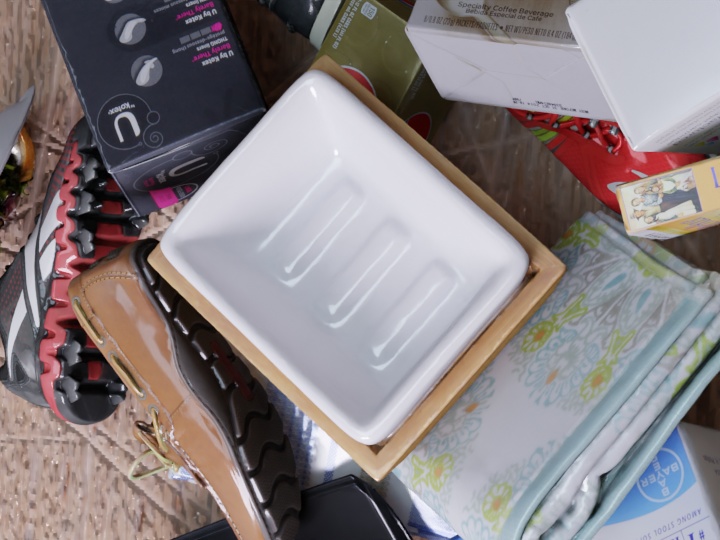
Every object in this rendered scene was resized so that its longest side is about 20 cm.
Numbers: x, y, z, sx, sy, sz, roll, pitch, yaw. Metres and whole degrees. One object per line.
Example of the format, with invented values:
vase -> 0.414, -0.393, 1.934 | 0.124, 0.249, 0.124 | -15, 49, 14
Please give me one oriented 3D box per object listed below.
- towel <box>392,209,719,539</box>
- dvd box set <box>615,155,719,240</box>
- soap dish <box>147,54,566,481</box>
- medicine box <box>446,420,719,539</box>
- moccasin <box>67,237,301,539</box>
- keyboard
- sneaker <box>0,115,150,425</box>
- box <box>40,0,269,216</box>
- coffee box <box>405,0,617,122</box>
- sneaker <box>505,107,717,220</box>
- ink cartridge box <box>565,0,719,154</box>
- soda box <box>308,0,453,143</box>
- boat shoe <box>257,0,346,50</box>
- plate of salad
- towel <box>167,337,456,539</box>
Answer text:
towel -> 0.115, 0.065, 1.513 | 0.200, 0.048, 0.171 | -50, 25, -2
dvd box set -> 0.242, -0.056, 1.430 | 0.199, 0.146, 0.030 | -16, 85, 15
soap dish -> 0.000, 0.000, 1.542 | 0.200, 0.081, 0.157 | 42, 92, 25
medicine box -> 0.158, 0.213, 1.511 | 0.182, 0.103, 0.201 | -31, 64, 27
moccasin -> -0.104, 0.082, 1.603 | 0.078, 0.074, 0.202 | -31, 98, 26
keyboard -> -0.039, 0.199, 1.668 | 0.199, 0.021, 0.128 | -22, 101, 38
sneaker -> -0.191, -0.004, 1.755 | 0.098, 0.071, 0.202 | 4, 85, 40
box -> -0.133, -0.152, 1.676 | 0.106, 0.122, 0.201 | -22, 77, 0
coffee box -> 0.115, -0.192, 1.519 | 0.114, 0.080, 0.201 | 9, 66, 25
sneaker -> 0.117, -0.092, 1.564 | 0.200, 0.085, 0.077 | 43, 111, 24
ink cartridge box -> 0.221, -0.131, 1.438 | 0.145, 0.200, 0.088 | -32, 78, 26
soda box -> -0.011, -0.067, 1.653 | 0.068, 0.064, 0.201 | 36, 108, 25
boat shoe -> 0.004, -0.230, 1.641 | 0.068, 0.072, 0.201 | 38, 110, 21
plate of salad -> -0.245, -0.024, 1.743 | 0.048, 0.200, 0.201 | 28, 108, -12
towel -> -0.013, 0.077, 1.631 | 0.199, 0.024, 0.148 | 13, 106, 9
